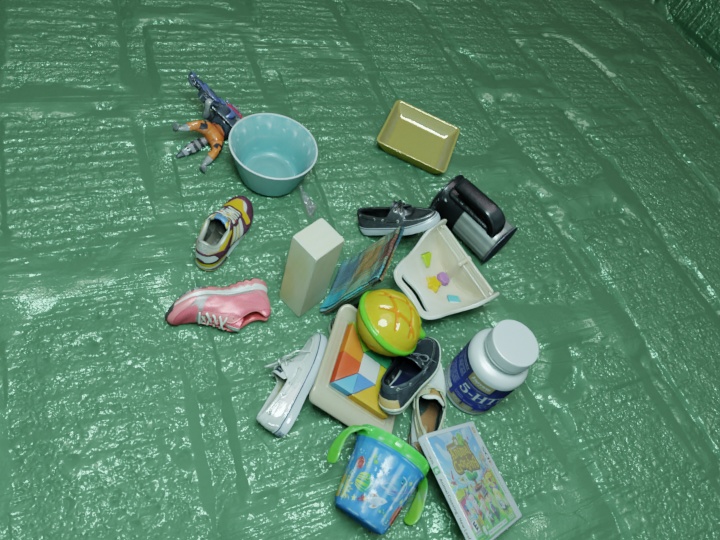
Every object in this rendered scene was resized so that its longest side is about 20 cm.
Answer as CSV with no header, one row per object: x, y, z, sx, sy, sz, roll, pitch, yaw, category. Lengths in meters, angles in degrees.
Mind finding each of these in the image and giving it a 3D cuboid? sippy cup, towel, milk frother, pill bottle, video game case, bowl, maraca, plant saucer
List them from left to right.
-0.203,-0.248,1.194,0.197,0.106,0.204,9,54,-12,bowl
0.000,0.000,1.036,0.022,0.199,0.148,38,50,-17,towel
0.027,0.345,0.855,0.176,0.140,0.131,28,63,14,sippy cup
0.062,0.092,0.977,0.138,0.107,0.199,57,26,11,maraca
0.154,-0.351,1.416,0.197,0.049,0.202,25,54,-1,plant saucer
0.231,-0.096,1.232,0.200,0.180,0.188,-46,73,8,milk frother
0.191,0.356,0.894,0.199,0.022,0.184,12,45,-54,video game case
0.244,0.180,0.987,0.117,0.201,0.121,8,54,-11,pill bottle

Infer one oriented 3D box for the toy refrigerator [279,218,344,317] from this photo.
-0.099,-0.003,1.000,0.070,0.201,0.076,44,56,14,toy refrigerator

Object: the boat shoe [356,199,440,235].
0.077,-0.123,1.156,0.197,0.067,0.070,1,37,35,boat shoe

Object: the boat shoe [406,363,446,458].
0.133,0.247,0.987,0.073,0.069,0.203,15,53,-8,boat shoe

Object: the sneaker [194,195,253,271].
-0.273,-0.095,1.075,0.074,0.091,0.202,21,53,-3,sneaker

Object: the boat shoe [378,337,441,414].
0.095,0.179,0.972,0.074,0.063,0.200,10,33,32,boat shoe

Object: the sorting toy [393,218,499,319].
0.159,0.021,1.106,0.179,0.107,0.201,-24,74,-38,sorting toy

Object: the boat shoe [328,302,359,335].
0.032,0.089,1.063,0.196,0.066,0.075,-7,59,-22,boat shoe

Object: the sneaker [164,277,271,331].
-0.258,0.076,0.975,0.197,0.074,0.088,-14,63,-26,sneaker

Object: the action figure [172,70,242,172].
-0.356,-0.345,1.215,0.201,0.104,0.194,50,47,-13,action figure

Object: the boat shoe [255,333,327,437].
-0.131,0.186,0.938,0.086,0.074,0.204,35,58,-14,boat shoe

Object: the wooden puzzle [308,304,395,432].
0.010,0.188,0.967,0.184,0.037,0.202,38,51,-22,wooden puzzle
